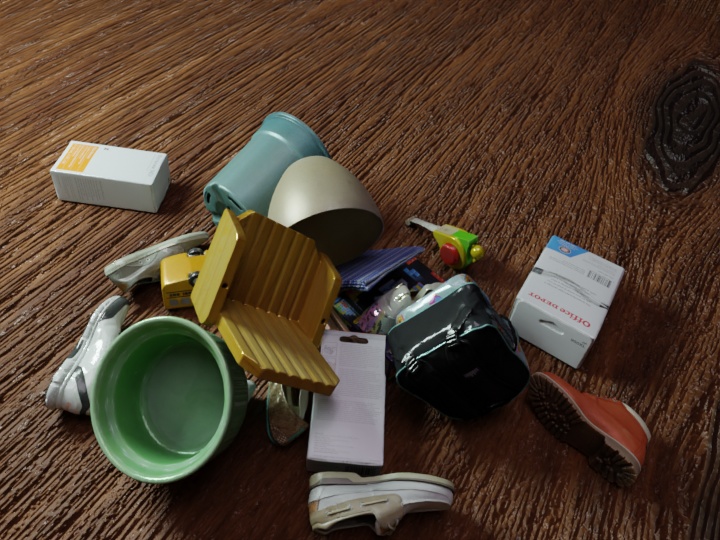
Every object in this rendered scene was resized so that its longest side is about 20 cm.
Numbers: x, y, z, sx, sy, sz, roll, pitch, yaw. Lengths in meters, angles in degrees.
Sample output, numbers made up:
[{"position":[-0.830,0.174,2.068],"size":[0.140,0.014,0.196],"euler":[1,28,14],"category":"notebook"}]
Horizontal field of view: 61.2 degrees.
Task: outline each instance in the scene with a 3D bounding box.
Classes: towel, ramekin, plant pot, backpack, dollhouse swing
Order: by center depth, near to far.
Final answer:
[{"position":[-0.245,0.168,0.809],"size":[0.193,0.098,0.208],"euler":[-2,81,10],"category":"ramekin"},{"position":[-0.098,0.041,0.831],"size":[0.197,0.187,0.174],"euler":[24,-2,-41],"category":"dollhouse swing"},{"position":[0.151,0.121,0.899],"size":[0.174,0.200,0.156],"euler":[-35,33,20],"category":"backpack"},{"position":[-0.071,-0.106,1.011],"size":[0.194,0.202,0.138],"euler":[-10,67,-17],"category":"plant pot"},{"position":[0.000,0.000,1.036],"size":[0.143,0.024,0.197],"euler":[-32,17,-34],"category":"towel"},{"position":[-0.174,-0.152,1.128],"size":[0.197,0.203,0.196],"euler":[31,57,21],"category":"plant pot"}]

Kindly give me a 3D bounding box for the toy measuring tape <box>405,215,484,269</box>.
[{"position":[0.161,-0.050,1.175],"size":[0.072,0.076,0.198],"euler":[-27,33,-30],"category":"toy measuring tape"}]

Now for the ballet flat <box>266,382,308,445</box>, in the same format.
[{"position":[-0.110,0.159,0.912],"size":[0.064,0.071,0.205],"euler":[-21,55,11],"category":"ballet flat"}]

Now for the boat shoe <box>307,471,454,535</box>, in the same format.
[{"position":[0.028,0.309,0.796],"size":[0.192,0.076,0.070],"euler":[-1,51,1],"category":"boat shoe"}]

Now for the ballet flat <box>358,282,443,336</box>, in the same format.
[{"position":[0.090,0.051,0.969],"size":[0.193,0.072,0.070],"euler":[-9,50,-16],"category":"ballet flat"}]

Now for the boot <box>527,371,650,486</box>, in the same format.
[{"position":[0.348,0.218,0.929],"size":[0.199,0.076,0.106],"euler":[43,51,19],"category":"boot"}]

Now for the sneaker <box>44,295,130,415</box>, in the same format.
[{"position":[-0.389,0.129,0.915],"size":[0.078,0.074,0.204],"euler":[21,50,-8],"category":"sneaker"}]

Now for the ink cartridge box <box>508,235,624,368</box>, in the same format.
[{"position":[0.362,0.050,1.076],"size":[0.142,0.086,0.200],"euler":[28,48,19],"category":"ink cartridge box"}]

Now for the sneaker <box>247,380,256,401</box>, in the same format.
[{"position":[-0.246,0.146,0.918],"size":[0.197,0.077,0.088],"euler":[33,38,13],"category":"sneaker"}]

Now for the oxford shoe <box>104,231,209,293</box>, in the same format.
[{"position":[-0.347,-0.017,1.062],"size":[0.198,0.074,0.059],"euler":[-31,95,-41],"category":"oxford shoe"}]

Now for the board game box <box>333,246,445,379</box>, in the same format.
[{"position":[0.059,0.065,1.039],"size":[0.164,0.058,0.198],"euler":[37,53,27],"category":"board game box"}]

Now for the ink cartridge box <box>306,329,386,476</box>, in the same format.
[{"position":[-0.017,0.191,0.895],"size":[0.105,0.051,0.205],"euler":[6,53,-2],"category":"ink cartridge box"}]

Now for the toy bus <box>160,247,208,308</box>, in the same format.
[{"position":[-0.237,0.009,1.033],"size":[0.193,0.080,0.066],"euler":[-7,46,-15],"category":"toy bus"}]

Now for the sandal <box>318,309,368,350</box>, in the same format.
[{"position":[-0.066,0.101,0.971],"size":[0.210,0.079,0.069],"euler":[38,46,20],"category":"sandal"}]

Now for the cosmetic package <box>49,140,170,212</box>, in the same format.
[{"position":[-0.482,-0.183,1.187],"size":[0.193,0.073,0.103],"euler":[7,45,-2],"category":"cosmetic package"}]
